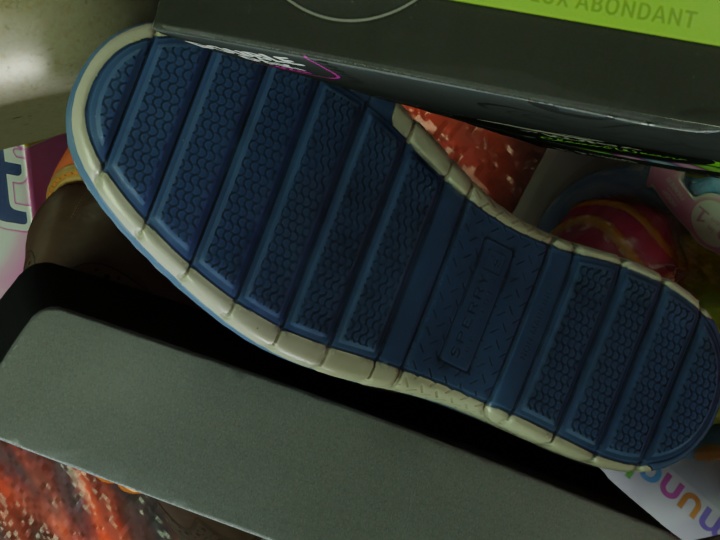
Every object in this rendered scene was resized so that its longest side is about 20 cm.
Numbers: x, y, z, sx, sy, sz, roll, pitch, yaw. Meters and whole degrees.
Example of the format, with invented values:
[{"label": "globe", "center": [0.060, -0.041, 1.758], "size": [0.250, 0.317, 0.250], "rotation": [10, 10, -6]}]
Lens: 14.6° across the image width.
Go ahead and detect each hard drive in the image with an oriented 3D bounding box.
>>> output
[{"label": "hard drive", "center": [-0.009, 0.051, 0.773], "size": [0.199, 0.135, 0.042], "rotation": [21, 94, -10]}]

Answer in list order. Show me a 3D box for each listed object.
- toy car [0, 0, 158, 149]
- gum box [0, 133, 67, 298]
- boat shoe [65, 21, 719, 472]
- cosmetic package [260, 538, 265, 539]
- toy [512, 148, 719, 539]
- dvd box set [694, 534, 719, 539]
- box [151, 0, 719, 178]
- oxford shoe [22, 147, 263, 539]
[{"label": "toy car", "center": [-0.120, -0.134, 0.779], "size": [0.177, 0.183, 0.201], "rotation": [167, 91, -80]}, {"label": "gum box", "center": [-0.166, -0.060, 0.967], "size": [0.199, 0.066, 0.114], "rotation": [12, 118, 34]}, {"label": "boat shoe", "center": [0.000, 0.000, 0.741], "size": [0.200, 0.072, 0.072], "rotation": [31, 168, -24]}, {"label": "cosmetic package", "center": [-0.021, 0.137, 0.852], "size": [0.101, 0.200, 0.072], "rotation": [-5, 106, 39]}, {"label": "toy", "center": [0.088, 0.005, 0.809], "size": [0.115, 0.047, 0.200], "rotation": [41, 129, 17]}, {"label": "dvd box set", "center": [0.099, 0.123, 0.740], "size": [0.146, 0.200, 0.029], "rotation": [-18, 106, 33]}, {"label": "box", "center": [0.073, -0.088, 0.652], "size": [0.148, 0.200, 0.125], "rotation": [12, 90, 31]}, {"label": "oxford shoe", "center": [-0.067, 0.048, 0.900], "size": [0.071, 0.073, 0.200], "rotation": [7, 140, 27]}]
